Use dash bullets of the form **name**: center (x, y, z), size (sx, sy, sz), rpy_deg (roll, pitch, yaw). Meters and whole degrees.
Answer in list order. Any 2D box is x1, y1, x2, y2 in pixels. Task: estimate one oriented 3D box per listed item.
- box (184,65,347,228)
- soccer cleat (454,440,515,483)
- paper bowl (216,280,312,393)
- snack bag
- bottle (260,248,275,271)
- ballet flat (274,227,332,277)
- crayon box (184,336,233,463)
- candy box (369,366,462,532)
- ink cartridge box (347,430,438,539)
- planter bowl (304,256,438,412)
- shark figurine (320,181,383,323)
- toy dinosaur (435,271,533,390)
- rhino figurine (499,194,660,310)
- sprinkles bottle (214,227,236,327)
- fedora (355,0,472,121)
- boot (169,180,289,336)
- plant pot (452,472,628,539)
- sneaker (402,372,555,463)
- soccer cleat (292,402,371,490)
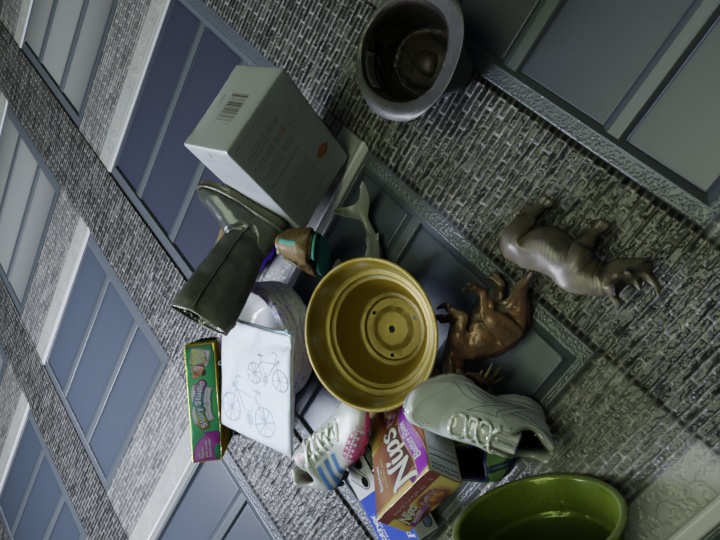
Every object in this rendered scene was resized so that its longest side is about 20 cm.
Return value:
- **box**: center (-0.136, -0.183, 0.901), size (0.106, 0.200, 0.153), rpy_deg (18, 71, 37)
- **soccer cleat**: center (0.115, 0.252, 0.811), size (0.199, 0.083, 0.065), rpy_deg (-10, 87, 45)
- **paper bowl**: center (-0.152, 0.118, 1.011), size (0.199, 0.104, 0.203), rpy_deg (4, 96, 42)
- **snack bag**: center (-0.167, 0.177, 0.947), size (0.187, 0.021, 0.202), rpy_deg (8, 100, 42)
- **bottle**: center (-0.216, -0.027, 1.088), size (0.199, 0.065, 0.084), rpy_deg (-33, 72, 35)
- **ballet flat**: center (-0.090, -0.029, 0.902), size (0.072, 0.200, 0.069), rpy_deg (8, 86, 5)
- **crayon box**: center (-0.277, 0.229, 1.090), size (0.173, 0.058, 0.202), rpy_deg (162, 103, -82)
- **candy box**: center (0.067, 0.229, 0.800), size (0.117, 0.056, 0.201), rpy_deg (-53, 21, 28)
- **ink cartridge box**: center (0.030, 0.320, 0.903), size (0.201, 0.044, 0.094), rpy_deg (59, 136, 21)
- **planter bowl**: center (0.028, 0.083, 0.801), size (0.199, 0.083, 0.203), rpy_deg (0, 90, 30)
- **shark figurine**: center (0.015, -0.012, 0.885), size (0.089, 0.127, 0.216), rpy_deg (-26, 47, 58)
- **toy dinosaur**: center (0.167, 0.087, 0.771), size (0.200, 0.086, 0.136), rpy_deg (-39, 75, 19)
- **rhino figurine**: center (0.251, -0.017, 0.685), size (0.199, 0.060, 0.088), rpy_deg (33, 76, 36)
- **sprinkles bottle**: center (-0.213, -0.007, 0.961), size (0.068, 0.068, 0.202), rpy_deg (-11, 58, 39)
- **fedora**: center (0.085, -0.290, 0.813), size (0.199, 0.090, 0.179), rpy_deg (26, 106, 43)
- **boot**: center (-0.224, -0.023, 0.901), size (0.181, 0.073, 0.201), rpy_deg (27, 76, 15)
- **plant pot**: center (0.229, 0.371, 0.678), size (0.199, 0.199, 0.192), rpy_deg (-15, 95, 39)
- **sneaker**: center (0.148, 0.181, 0.713), size (0.087, 0.198, 0.075), rpy_deg (-112, 35, -70)
- **soccer cleat**: center (-0.046, 0.255, 0.850), size (0.070, 0.086, 0.201), rpy_deg (-107, 30, -48)
